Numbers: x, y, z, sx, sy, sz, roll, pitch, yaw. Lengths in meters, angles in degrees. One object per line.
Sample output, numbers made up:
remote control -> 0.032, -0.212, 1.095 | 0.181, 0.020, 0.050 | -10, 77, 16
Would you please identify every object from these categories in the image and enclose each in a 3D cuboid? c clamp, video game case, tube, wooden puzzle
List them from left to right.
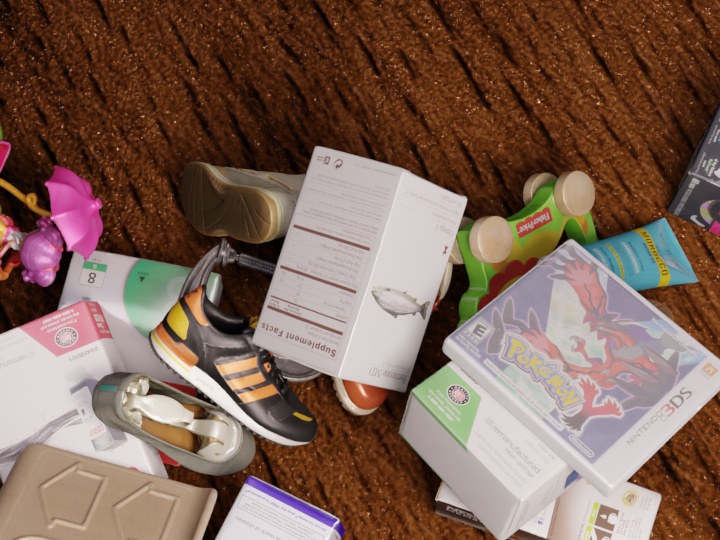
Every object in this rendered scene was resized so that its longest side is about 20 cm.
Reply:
wooden puzzle -> -0.249, 0.256, 1.255 | 0.199, 0.046, 0.186 | 11, 41, 5
c clamp -> -0.087, 0.025, 1.427 | 0.199, 0.027, 0.172 | 13, 82, -14
video game case -> 0.205, 0.081, 1.243 | 0.182, 0.023, 0.200 | -36, 65, -29
tube -> 0.262, -0.005, 1.398 | 0.199, 0.050, 0.078 | -12, 75, -38

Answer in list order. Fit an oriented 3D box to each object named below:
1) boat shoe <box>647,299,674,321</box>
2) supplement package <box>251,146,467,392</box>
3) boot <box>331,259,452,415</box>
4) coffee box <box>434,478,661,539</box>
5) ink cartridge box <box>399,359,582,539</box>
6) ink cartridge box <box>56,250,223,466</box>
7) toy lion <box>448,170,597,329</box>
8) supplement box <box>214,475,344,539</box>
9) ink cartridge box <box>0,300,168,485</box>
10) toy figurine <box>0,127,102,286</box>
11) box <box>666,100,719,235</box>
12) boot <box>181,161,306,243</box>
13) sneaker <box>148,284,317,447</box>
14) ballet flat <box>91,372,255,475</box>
boat shoe -> 0.248, 0.121, 1.382 | 0.072, 0.072, 0.200 | 28, 67, 26
supplement package -> 0.000, 0.000, 1.316 | 0.117, 0.117, 0.201 | 18, 90, 37
boot -> 0.033, 0.049, 1.388 | 0.075, 0.107, 0.201 | 23, 75, -28
coffee box -> 0.177, 0.226, 1.333 | 0.199, 0.114, 0.080 | 19, 75, 7
ink cartridge box -> 0.159, 0.127, 1.271 | 0.200, 0.088, 0.145 | -31, 63, -28
ink cartridge box -> -0.241, 0.087, 1.427 | 0.160, 0.050, 0.201 | 10, 72, 5
toy lion -> 0.171, 0.018, 1.393 | 0.200, 0.069, 0.192 | -28, 107, -33
supplement box -> -0.105, 0.314, 1.325 | 0.103, 0.101, 0.201 | 24, 76, 9
ink cartridge box -> -0.296, 0.148, 1.370 | 0.145, 0.085, 0.201 | -23, 89, -3
toy figurine -> -0.356, -0.050, 1.414 | 0.183, 0.150, 0.201 | 23, 98, 17
box -> 0.434, -0.081, 1.408 | 0.199, 0.122, 0.106 | 25, 76, 10
boot -> -0.086, -0.074, 1.446 | 0.154, 0.200, 0.072 | -7, 106, -35
sneaker -> -0.108, 0.095, 1.364 | 0.200, 0.070, 0.090 | 37, 104, -15
ballet flat -> -0.168, 0.152, 1.336 | 0.200, 0.064, 0.068 | 28, 65, -36
